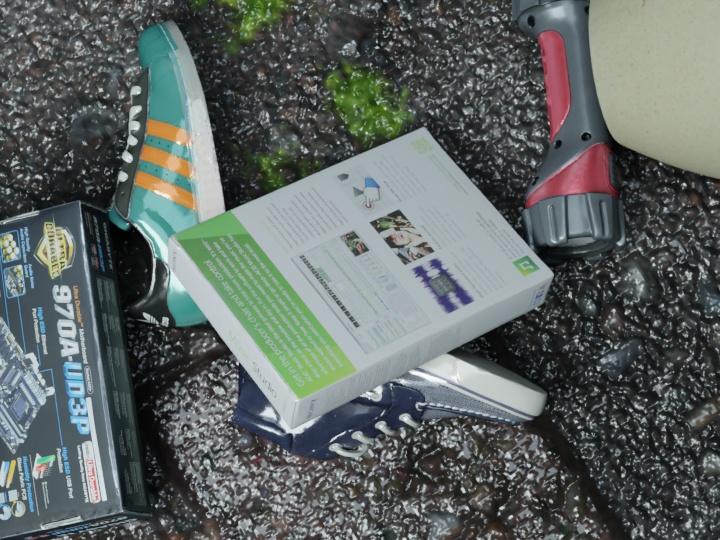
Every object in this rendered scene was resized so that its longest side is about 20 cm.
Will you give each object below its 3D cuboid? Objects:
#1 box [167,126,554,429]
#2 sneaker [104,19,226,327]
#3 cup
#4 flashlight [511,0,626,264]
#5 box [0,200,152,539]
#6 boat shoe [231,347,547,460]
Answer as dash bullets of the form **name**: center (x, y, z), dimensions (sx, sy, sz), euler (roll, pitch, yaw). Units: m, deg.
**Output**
- **box**: center (0.000, 0.000, 1.207), dimensions (0.199, 0.036, 0.145), euler (-24, 59, -28)
- **sneaker**: center (-0.132, -0.063, 1.257), dimensions (0.079, 0.071, 0.202), euler (-10, 80, -6)
- **cup**: center (0.225, -0.140, 1.222), dimensions (0.142, 0.200, 0.202), euler (-8, 78, 20)
- **flashlight**: center (0.130, -0.108, 1.271), dimensions (0.067, 0.068, 0.202), euler (1, 73, -25)
- **box**: center (-0.224, 0.071, 1.222), dimensions (0.158, 0.046, 0.202), euler (-14, 77, 16)
- **boat shoe**: center (0.013, 0.084, 1.234), dimensions (0.199, 0.075, 0.093), euler (19, 94, 6)
